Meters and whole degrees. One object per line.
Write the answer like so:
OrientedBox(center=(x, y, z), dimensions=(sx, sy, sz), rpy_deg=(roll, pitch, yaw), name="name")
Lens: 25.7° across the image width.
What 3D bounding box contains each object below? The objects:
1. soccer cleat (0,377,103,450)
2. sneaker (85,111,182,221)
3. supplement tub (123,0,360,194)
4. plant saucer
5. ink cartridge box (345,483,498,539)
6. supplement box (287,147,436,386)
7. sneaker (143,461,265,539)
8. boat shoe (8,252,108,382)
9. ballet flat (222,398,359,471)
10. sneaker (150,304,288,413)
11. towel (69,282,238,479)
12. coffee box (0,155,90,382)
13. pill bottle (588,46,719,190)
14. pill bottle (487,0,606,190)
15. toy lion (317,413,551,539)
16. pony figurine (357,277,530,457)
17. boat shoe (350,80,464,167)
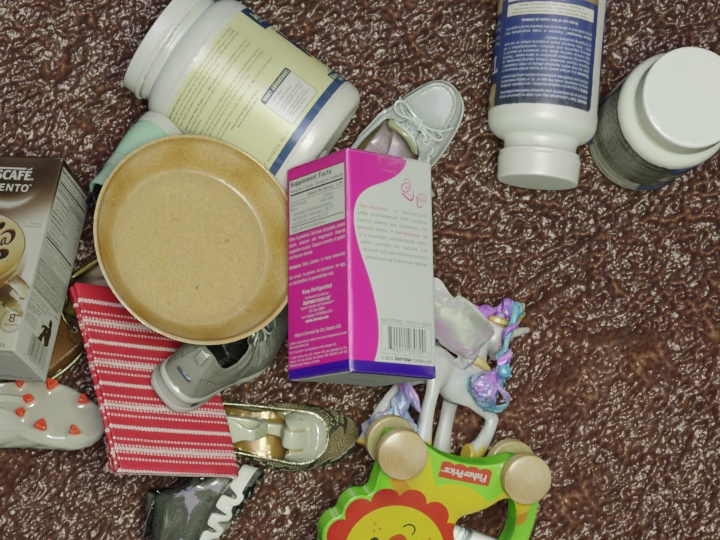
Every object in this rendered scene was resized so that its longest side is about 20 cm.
OrientedBox(center=(-0.343, 0.143, 1.529), dimensions=(0.198, 0.078, 0.070), rpy_deg=(8, 51, 1), name="soccer cleat")
OrientedBox(center=(-0.183, -0.040, 1.526), dimensions=(0.118, 0.073, 0.201), rpy_deg=(-50, 117, -29), name="sneaker")
OrientedBox(center=(-0.116, -0.171, 1.544), dimensions=(0.199, 0.145, 0.146), rpy_deg=(36, 82, 0), name="supplement tub")
OrientedBox(center=(-0.152, -0.025, 1.453), dimensions=(0.198, 0.035, 0.202), rpy_deg=(7, 71, -21), name="plant saucer")
OrientedBox(center=(0.059, 0.311, 1.537), dimensions=(0.198, 0.083, 0.148), rpy_deg=(19, 83, -3), name="ink cartridge box")
OrientedBox(center=(0.000, 0.000, 1.447), dimensions=(0.101, 0.103, 0.202), rpy_deg=(8, 78, -37), name="supplement box")
OrientedBox(center=(-0.180, 0.256, 1.531), dimensions=(0.090, 0.066, 0.201), rpy_deg=(32, 92, 6), name="sneaker")
OrientedBox(center=(-0.278, 0.034, 1.548), dimensions=(0.072, 0.068, 0.200), rpy_deg=(42, 83, 1), name="boat shoe")
OrientedBox(center=(-0.098, 0.160, 1.545), dimensions=(0.198, 0.075, 0.069), rpy_deg=(8, 86, -4), name="ballet flat")
OrientedBox(center=(-0.113, 0.068, 1.507), dimensions=(0.075, 0.200, 0.082), rpy_deg=(48, 126, -2), name="sneaker")
OrientedBox(center=(-0.194, 0.103, 1.480), dimensions=(0.144, 0.022, 0.201), rpy_deg=(8, 53, -42), name="towel")
OrientedBox(center=(-0.340, -0.004, 1.501), dimensions=(0.112, 0.080, 0.202), rpy_deg=(2, 65, 15), name="coffee box")
OrientedBox(center=(0.298, -0.148, 1.547), dimensions=(0.113, 0.200, 0.115), rpy_deg=(0, 84, -4), name="pill bottle")
OrientedBox(center=(0.186, -0.187, 1.587), dimensions=(0.110, 0.111, 0.202), rpy_deg=(6, 83, -4), name="pill bottle")
OrientedBox(center=(0.060, 0.242, 1.466), dimensions=(0.198, 0.069, 0.194), rpy_deg=(12, 97, -15), name="toy lion")
OrientedBox(center=(0.074, 0.092, 1.544), dimensions=(0.192, 0.166, 0.201), rpy_deg=(30, 77, -33), name="pony figurine")
OrientedBox(center=(0.027, -0.117, 1.590), dimensions=(0.202, 0.065, 0.075), rpy_deg=(-40, 88, -7), name="boat shoe")
